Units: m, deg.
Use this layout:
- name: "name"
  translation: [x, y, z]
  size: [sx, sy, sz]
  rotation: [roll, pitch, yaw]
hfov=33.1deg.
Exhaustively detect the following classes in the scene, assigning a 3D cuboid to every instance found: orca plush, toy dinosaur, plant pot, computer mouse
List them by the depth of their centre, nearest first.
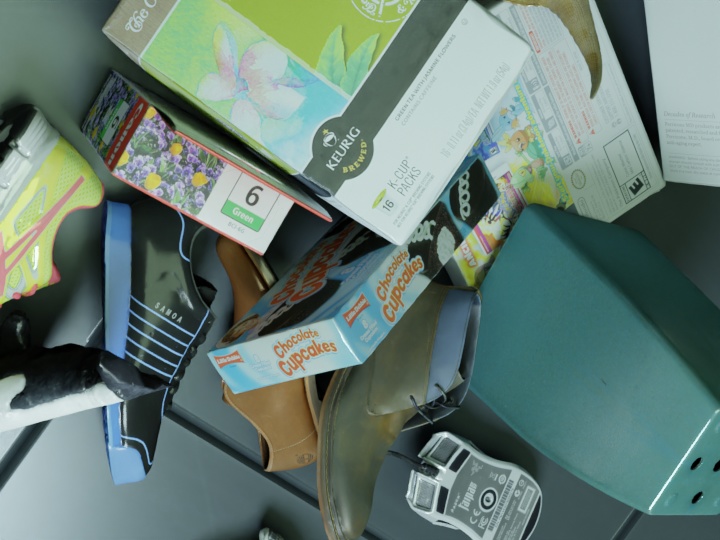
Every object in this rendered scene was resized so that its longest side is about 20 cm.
- name: "orca plush"
  translation: [-0.214, 0.061, 0.759]
  size: [0.105, 0.199, 0.072]
  rotation: [-16, 90, -45]
- name: "toy dinosaur"
  translation: [0.139, -0.213, 0.834]
  size: [0.101, 0.058, 0.201]
  rotation: [-33, 76, 6]
- name: "plant pot"
  translation: [0.189, 0.074, 0.864]
  size: [0.141, 0.200, 0.142]
  rotation: [10, 118, -42]
- name: "computer mouse"
  translation: [0.064, 0.165, 0.951]
  size: [0.199, 0.044, 0.110]
  rotation: [34, 77, -34]

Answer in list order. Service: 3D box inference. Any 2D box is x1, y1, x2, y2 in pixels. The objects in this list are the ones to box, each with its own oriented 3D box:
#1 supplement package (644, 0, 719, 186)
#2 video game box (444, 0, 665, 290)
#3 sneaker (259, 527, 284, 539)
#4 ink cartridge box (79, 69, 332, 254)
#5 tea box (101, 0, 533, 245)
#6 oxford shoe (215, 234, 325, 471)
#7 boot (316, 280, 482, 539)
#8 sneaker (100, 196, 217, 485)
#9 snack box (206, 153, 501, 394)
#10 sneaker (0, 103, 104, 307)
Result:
- name: "supplement package"
  translation: [0.290, -0.174, 0.890]
  size: [0.117, 0.117, 0.202]
  rotation: [-29, 117, -37]
- name: "video game box"
  translation: [0.115, -0.100, 0.898]
  size: [0.182, 0.047, 0.201]
  rotation: [-34, 115, -12]
- name: "sneaker"
  translation: [-0.125, 0.277, 0.909]
  size: [0.199, 0.076, 0.081]
  rotation: [-35, 104, -14]
- name: "ink cartridge box"
  translation: [-0.100, -0.061, 0.735]
  size: [0.108, 0.200, 0.051]
  rotation: [29, 96, -27]
- name: "tea box"
  translation: [-0.032, -0.130, 0.718]
  size: [0.196, 0.200, 0.134]
  rotation: [34, 91, -10]
- name: "oxford shoe"
  translation: [-0.071, 0.060, 0.860]
  size: [0.071, 0.071, 0.202]
  rotation: [-20, 113, -8]
- name: "boot"
  translation: [0.028, 0.094, 0.848]
  size: [0.075, 0.096, 0.202]
  rotation: [47, 48, -65]
- name: "sneaker"
  translation: [-0.137, 0.050, 0.827]
  size: [0.077, 0.070, 0.202]
  rotation: [0, 105, -15]
- name: "snack box"
  translation: [0.000, 0.000, 0.788]
  size: [0.037, 0.116, 0.200]
  rotation: [58, 44, -15]
- name: "sneaker"
  translation: [-0.236, -0.001, 0.770]
  size: [0.090, 0.078, 0.200]
  rotation: [36, 94, -37]
